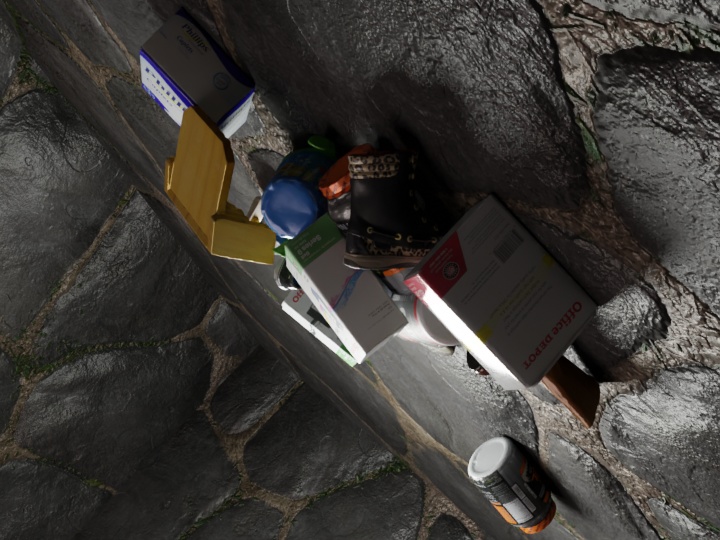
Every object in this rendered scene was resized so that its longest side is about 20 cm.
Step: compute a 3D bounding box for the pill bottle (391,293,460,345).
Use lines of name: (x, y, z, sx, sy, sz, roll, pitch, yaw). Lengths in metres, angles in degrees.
pill bottle: (0.112, 0.062, 1.479, 0.114, 0.114, 0.200, 47, 166, -10)

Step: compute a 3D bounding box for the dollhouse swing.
dollhouse swing: (-0.215, -0.148, 1.498, 0.180, 0.177, 0.200, 10, -153, -43)

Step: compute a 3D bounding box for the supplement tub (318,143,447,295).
supplement tub: (0.036, -0.074, 1.297, 0.201, 0.123, 0.122, 50, 165, -19)

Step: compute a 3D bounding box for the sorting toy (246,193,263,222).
sorting toy: (-0.150, -0.088, 1.914, 0.178, 0.108, 0.200, 28, 169, -11)

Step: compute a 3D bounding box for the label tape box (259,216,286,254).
label tape box: (-0.132, -0.104, 1.638, 0.063, 0.146, 0.200, 32, 170, -19)

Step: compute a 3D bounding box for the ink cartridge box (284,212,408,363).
ink cartridge box: (-0.024, 0.031, 1.360, 0.201, 0.087, 0.145, 51, 170, 6)

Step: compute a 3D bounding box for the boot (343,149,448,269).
boot: (0.069, -0.084, 1.206, 0.073, 0.197, 0.153, -150, 56, -72)

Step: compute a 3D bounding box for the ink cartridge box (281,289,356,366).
ink cartridge box: (-0.046, 0.077, 1.879, 0.199, 0.147, 0.083, 38, 166, 2)

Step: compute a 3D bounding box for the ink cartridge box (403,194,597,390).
ink cartridge box: (0.175, 0.031, 1.140, 0.200, 0.145, 0.083, 46, 165, -2)

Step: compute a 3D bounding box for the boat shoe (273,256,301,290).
boat shoe: (-0.074, -0.053, 1.525, 0.068, 0.202, 0.056, 35, 169, -33)

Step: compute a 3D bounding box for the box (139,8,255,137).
box: (-0.288, -0.321, 1.580, 0.184, 0.105, 0.200, 45, 166, -3)

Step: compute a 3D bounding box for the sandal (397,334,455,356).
sandal: (0.103, 0.105, 1.773, 0.198, 0.055, 0.082, 21, 162, 28)

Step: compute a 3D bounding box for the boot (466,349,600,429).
boot: (0.243, 0.147, 1.252, 0.200, 0.068, 0.188, 47, -154, -2)

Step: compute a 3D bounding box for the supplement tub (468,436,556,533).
supplement tub: (0.335, 0.471, 1.973, 0.201, 0.123, 0.122, 50, 165, -19)

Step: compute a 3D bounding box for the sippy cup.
sippy cup: (-0.092, -0.113, 1.418, 0.130, 0.137, 0.181, -51, -52, -66)

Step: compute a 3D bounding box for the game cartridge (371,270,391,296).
game cartridge: (0.000, 0.000, 1.499, 0.134, 0.041, 0.200, 53, 170, 4)
